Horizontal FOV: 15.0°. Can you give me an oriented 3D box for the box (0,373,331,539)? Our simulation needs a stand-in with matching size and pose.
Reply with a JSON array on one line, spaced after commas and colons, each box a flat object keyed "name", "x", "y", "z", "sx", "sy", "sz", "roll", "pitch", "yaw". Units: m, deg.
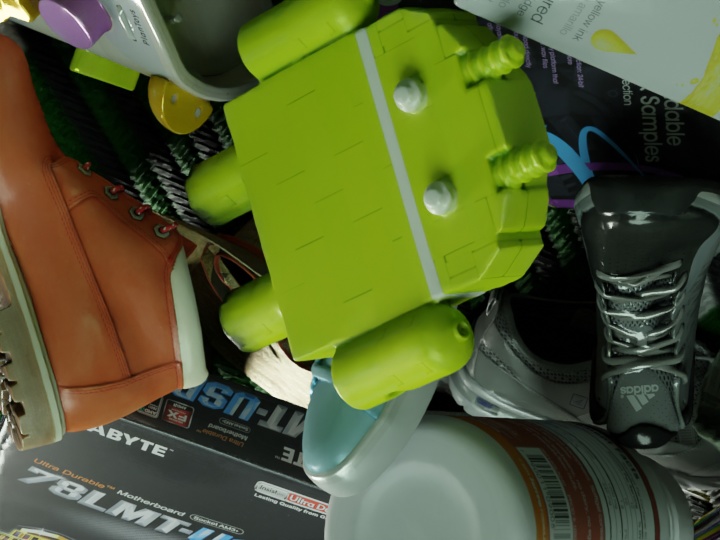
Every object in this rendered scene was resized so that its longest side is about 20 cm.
[{"name": "box", "x": -0.095, "y": 0.118, "z": 1.407, "sx": 0.200, "sy": 0.050, "sz": 0.199, "roll": 20, "pitch": 148, "yaw": -9}]

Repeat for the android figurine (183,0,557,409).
[{"name": "android figurine", "x": 0.005, "y": -0.037, "z": 1.170, "sx": 0.041, "sy": 0.183, "sz": 0.200, "roll": -4, "pitch": 166, "yaw": -46}]

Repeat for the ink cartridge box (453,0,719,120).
[{"name": "ink cartridge box", "x": 0.158, "y": -0.146, "z": 1.134, "sx": 0.200, "sy": 0.084, "sz": 0.145, "roll": 22, "pitch": 126, "yaw": -16}]

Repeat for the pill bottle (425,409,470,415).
[{"name": "pill bottle", "x": 0.037, "y": 0.132, "z": 1.530, "sx": 0.199, "sy": 0.110, "sz": 0.110, "roll": 3, "pitch": 143, "yaw": 10}]

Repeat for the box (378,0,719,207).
[{"name": "box", "x": 0.094, "y": -0.085, "z": 1.294, "sx": 0.199, "sy": 0.036, "sz": 0.143, "roll": 0, "pitch": 142, "yaw": 11}]

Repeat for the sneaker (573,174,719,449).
[{"name": "sneaker", "x": 0.141, "y": 0.025, "z": 1.305, "sx": 0.075, "sy": 0.116, "sz": 0.200, "roll": 2, "pitch": 169, "yaw": 9}]

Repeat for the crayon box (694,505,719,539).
[{"name": "crayon box", "x": 0.218, "y": 0.149, "z": 1.463, "sx": 0.058, "sy": 0.172, "sz": 0.200, "roll": 56, "pitch": 136, "yaw": 5}]

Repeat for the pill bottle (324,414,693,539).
[{"name": "pill bottle", "x": 0.080, "y": 0.128, "z": 1.321, "sx": 0.112, "sy": 0.112, "sz": 0.200, "roll": -17, "pitch": 167, "yaw": 31}]

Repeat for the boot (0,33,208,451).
[{"name": "boot", "x": -0.136, "y": -0.025, "z": 1.288, "sx": 0.107, "sy": 0.201, "sz": 0.075, "roll": -15, "pitch": -179, "yaw": -13}]

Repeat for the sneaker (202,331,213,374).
[{"name": "sneaker", "x": -0.098, "y": 0.066, "z": 1.482, "sx": 0.106, "sy": 0.075, "sz": 0.200, "roll": 24, "pitch": 167, "yaw": -21}]

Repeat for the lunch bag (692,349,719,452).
[{"name": "lunch bag", "x": 0.272, "y": 0.052, "z": 1.290, "sx": 0.164, "sy": 0.118, "sz": 0.200, "roll": 39, "pitch": 92, "yaw": -32}]

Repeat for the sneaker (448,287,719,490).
[{"name": "sneaker", "x": 0.149, "y": 0.059, "z": 1.436, "sx": 0.199, "sy": 0.075, "sz": 0.082, "roll": 10, "pitch": 140, "yaw": -3}]

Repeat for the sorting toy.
[{"name": "sorting toy", "x": -0.144, "y": -0.152, "z": 1.233, "sx": 0.180, "sy": 0.107, "sz": 0.200, "roll": 14, "pitch": 148, "yaw": 28}]

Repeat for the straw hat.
[{"name": "straw hat", "x": -0.027, "y": 0.001, "z": 1.383, "sx": 0.201, "sy": 0.085, "sz": 0.201, "roll": 36, "pitch": 165, "yaw": 11}]

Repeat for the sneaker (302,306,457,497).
[{"name": "sneaker", "x": 0.000, "y": 0.000, "z": 1.246, "sx": 0.082, "sy": 0.200, "sz": 0.074, "roll": 25, "pitch": 168, "yaw": -28}]
